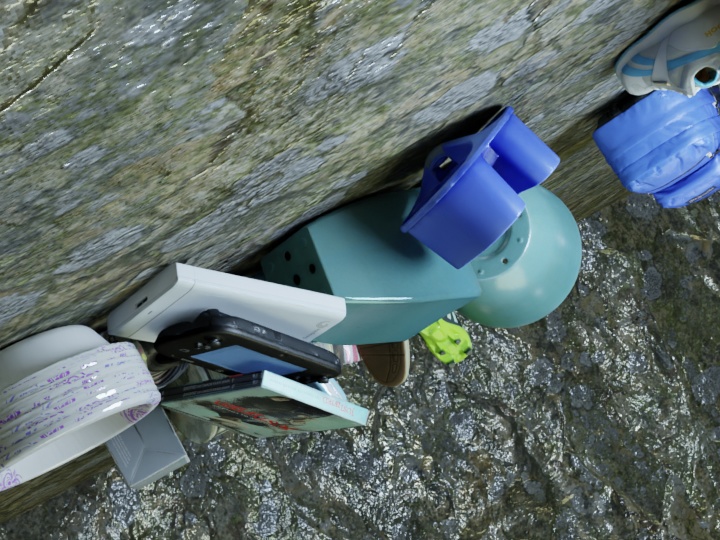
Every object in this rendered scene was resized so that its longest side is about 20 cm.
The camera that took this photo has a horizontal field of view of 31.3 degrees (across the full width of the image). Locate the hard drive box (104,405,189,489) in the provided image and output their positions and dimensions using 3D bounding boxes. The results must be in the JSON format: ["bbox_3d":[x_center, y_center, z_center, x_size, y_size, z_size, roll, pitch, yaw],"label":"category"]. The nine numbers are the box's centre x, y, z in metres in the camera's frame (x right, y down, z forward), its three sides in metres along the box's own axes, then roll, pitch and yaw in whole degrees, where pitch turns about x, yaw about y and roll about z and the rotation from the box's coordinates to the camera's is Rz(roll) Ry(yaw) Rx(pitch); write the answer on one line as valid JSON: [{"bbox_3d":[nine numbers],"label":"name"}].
[{"bbox_3d":[-0.273,0.174,1.527,0.077,0.156,0.200,-28,175,-11],"label":"hard drive box"}]

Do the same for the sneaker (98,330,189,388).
[{"bbox_3d":[-0.217,0.083,1.396,0.087,0.074,0.200,-23,170,14],"label":"sneaker"}]

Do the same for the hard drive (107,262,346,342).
[{"bbox_3d":[-0.132,0.046,1.287,0.200,0.027,0.132,13,147,-38],"label":"hard drive"}]

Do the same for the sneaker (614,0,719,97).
[{"bbox_3d":[0.331,-0.216,1.348,0.076,0.081,0.200,-29,175,-13],"label":"sneaker"}]

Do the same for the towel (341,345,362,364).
[{"bbox_3d":[-0.011,0.047,1.713,0.030,0.147,0.200,-12,178,14],"label":"towel"}]

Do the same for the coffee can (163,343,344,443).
[{"bbox_3d":[-0.142,0.108,1.600,0.200,0.147,0.146,-24,173,-33],"label":"coffee can"}]

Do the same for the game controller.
[{"bbox_3d":[-0.111,0.086,1.296,0.104,0.042,0.200,-25,149,31],"label":"game controller"}]

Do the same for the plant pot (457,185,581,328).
[{"bbox_3d":[0.169,-0.036,1.628,0.200,0.201,0.161,-29,163,10],"label":"plant pot"}]

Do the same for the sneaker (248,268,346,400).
[{"bbox_3d":[-0.064,0.070,1.467,0.131,0.200,0.080,-39,172,-39],"label":"sneaker"}]

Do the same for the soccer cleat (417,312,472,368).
[{"bbox_3d":[0.079,0.044,1.612,0.067,0.081,0.200,-32,133,2],"label":"soccer cleat"}]

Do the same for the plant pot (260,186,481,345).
[{"bbox_3d":[0.000,0.000,1.430,0.200,0.142,0.141,-6,159,-46],"label":"plant pot"}]

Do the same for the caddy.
[{"bbox_3d":[0.113,-0.090,1.329,0.141,0.105,0.200,-50,-178,-23],"label":"caddy"}]

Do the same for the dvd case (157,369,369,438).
[{"bbox_3d":[-0.109,0.148,1.395,0.146,0.022,0.200,25,155,-36],"label":"dvd case"}]

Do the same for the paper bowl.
[{"bbox_3d":[-0.299,0.124,1.218,0.200,0.104,0.201,-27,171,-5],"label":"paper bowl"}]

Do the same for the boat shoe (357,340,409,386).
[{"bbox_3d":[0.030,0.047,1.646,0.072,0.200,0.065,-12,-174,31],"label":"boat shoe"}]

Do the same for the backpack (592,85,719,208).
[{"bbox_3d":[0.415,-0.173,1.700,0.162,0.168,0.200,-39,166,26],"label":"backpack"}]
